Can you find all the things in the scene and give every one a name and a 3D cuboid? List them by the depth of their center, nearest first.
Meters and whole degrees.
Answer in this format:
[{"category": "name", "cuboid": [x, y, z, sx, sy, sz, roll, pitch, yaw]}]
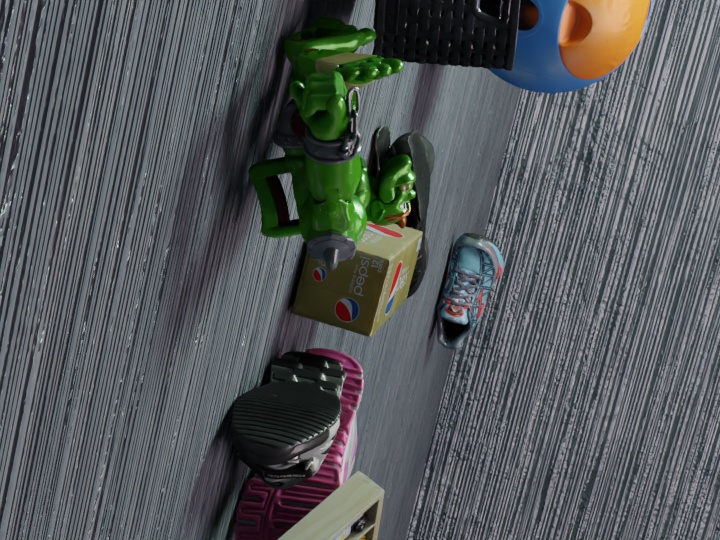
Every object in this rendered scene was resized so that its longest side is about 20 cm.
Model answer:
[{"category": "ogre figurine", "cuboid": [-0.018, -0.079, 1.122, 0.200, 0.098, 0.120, -139, -135, -62]}, {"category": "storage bin", "cuboid": [0.059, -0.216, 1.243, 0.200, 0.093, 0.136, -80, 174, -75]}, {"category": "sneaker", "cuboid": [-0.052, 0.125, 1.348, 0.200, 0.074, 0.089, -42, 145, -76]}, {"category": "toy vehicle set", "cuboid": [-0.064, 0.246, 1.358, 0.200, 0.026, 0.125, -38, 153, -30]}, {"category": "sneaker", "cuboid": [-0.043, 0.168, 1.478, 0.088, 0.081, 0.201, 88, 20, -62]}, {"category": "soda box", "cuboid": [0.000, 0.000, 1.500, 0.200, 0.067, 0.064, -36, 142, -79]}, {"category": "sneaker", "cuboid": [0.032, -0.049, 1.693, 0.104, 0.060, 0.201, -63, 161, -63]}, {"category": "treat dispenser ball", "cuboid": [0.193, -0.279, 1.862, 0.201, 0.200, 0.202, 16, 90, -83]}, {"category": "sneaker", "cuboid": [0.156, 0.037, 2.713, 0.096, 0.079, 0.201, -64, 167, -47]}]
